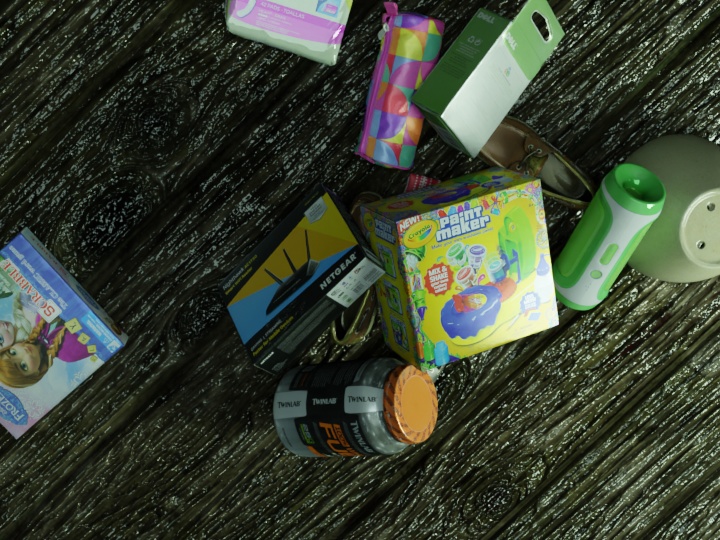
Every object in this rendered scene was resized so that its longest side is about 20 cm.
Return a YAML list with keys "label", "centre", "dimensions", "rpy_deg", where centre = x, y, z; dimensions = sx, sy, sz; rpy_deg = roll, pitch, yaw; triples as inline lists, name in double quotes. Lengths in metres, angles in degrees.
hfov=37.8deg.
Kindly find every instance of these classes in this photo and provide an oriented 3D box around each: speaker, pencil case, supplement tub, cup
- label: "speaker"
  centre: [0.316, -0.040, 1.359]
  dimensions: [0.087, 0.089, 0.201]
  rpy_deg: [14, 135, -8]
- label: "pencil case"
  centre: [0.046, -0.232, 1.333]
  dimensions: [0.087, 0.088, 0.203]
  rpy_deg: [8, 102, -7]
- label: "supplement tub"
  centre: [-0.006, 0.177, 1.360]
  dimensions: [0.198, 0.122, 0.124]
  rpy_deg: [-10, 109, 38]
- label: "cup"
  centre: [0.439, -0.068, 1.377]
  dimensions: [0.197, 0.143, 0.204]
  rpy_deg: [-1, 104, -5]

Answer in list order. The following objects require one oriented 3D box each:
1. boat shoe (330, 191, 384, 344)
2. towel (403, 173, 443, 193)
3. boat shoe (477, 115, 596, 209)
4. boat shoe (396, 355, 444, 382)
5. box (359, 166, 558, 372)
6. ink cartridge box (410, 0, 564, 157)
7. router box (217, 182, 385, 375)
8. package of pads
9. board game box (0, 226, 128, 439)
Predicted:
- label: "boat shoe"
  centre: [0.000, 0.000, 1.376]
  dimensions: [0.071, 0.068, 0.203]
  rpy_deg: [9, 102, 17]
- label: "towel"
  centre: [0.138, -0.035, 1.420]
  dimensions: [0.197, 0.023, 0.147]
  rpy_deg: [16, 101, -9]
- label: "boat shoe"
  centre: [0.226, -0.146, 1.376]
  dimensions: [0.198, 0.068, 0.073]
  rpy_deg: [26, 100, -10]
- label: "boat shoe"
  centre: [0.060, 0.164, 1.441]
  dimensions: [0.067, 0.057, 0.201]
  rpy_deg: [36, 98, -12]
- label: "box"
  centre: [0.124, -0.007, 1.321]
  dimensions: [0.197, 0.122, 0.196]
  rpy_deg: [-17, 108, -17]
- label: "ink cartridge box"
  centre: [0.161, -0.254, 1.318]
  dimensions: [0.201, 0.059, 0.104]
  rpy_deg: [-53, 140, -2]
- label: "router box"
  centre: [-0.079, 0.011, 1.334]
  dimensions: [0.200, 0.150, 0.051]
  rpy_deg: [-44, 138, 13]
- label: "package of pads"
  centre: [-0.078, -0.373, 1.294]
  dimensions: [0.152, 0.068, 0.203]
  rpy_deg: [15, 101, -10]
- label: "board game box"
  centre: [-0.446, 0.084, 1.383]
  dimensions: [0.199, 0.041, 0.200]
  rpy_deg: [-40, 104, 5]
